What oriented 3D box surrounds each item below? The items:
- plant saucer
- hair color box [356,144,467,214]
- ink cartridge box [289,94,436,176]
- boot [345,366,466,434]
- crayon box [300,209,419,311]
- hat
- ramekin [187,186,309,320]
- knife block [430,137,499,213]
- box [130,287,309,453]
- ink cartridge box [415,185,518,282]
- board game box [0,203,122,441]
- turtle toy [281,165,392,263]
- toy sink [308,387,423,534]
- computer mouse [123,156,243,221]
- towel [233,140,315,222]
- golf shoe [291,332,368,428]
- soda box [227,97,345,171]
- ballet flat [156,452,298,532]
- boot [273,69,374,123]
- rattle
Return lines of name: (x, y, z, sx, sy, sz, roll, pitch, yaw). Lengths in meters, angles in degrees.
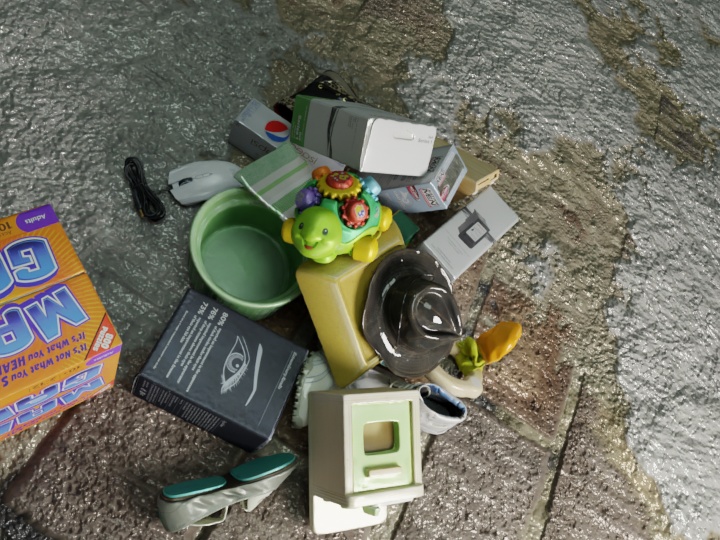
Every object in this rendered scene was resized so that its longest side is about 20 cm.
plant saucer: (0.021, 0.046, 1.009, 0.199, 0.048, 0.201, -31, 111, -33)
hair color box: (0.073, -0.149, 1.165, 0.061, 0.199, 0.099, 53, 52, -31)
ink cartridge box: (0.001, -0.218, 1.091, 0.145, 0.085, 0.200, -3, 23, -39)
boot: (0.070, 0.191, 1.065, 0.199, 0.096, 0.074, 24, 59, -10)
crayon box: (0.000, 0.000, 1.104, 0.052, 0.126, 0.200, 45, 58, 10)
hat: (0.100, 0.065, 0.991, 0.200, 0.081, 0.202, -1, 92, -40)
ramekin: (-0.173, -0.020, 1.055, 0.198, 0.098, 0.202, 10, 63, -20)
knife block: (0.135, -0.203, 1.227, 0.064, 0.200, 0.176, -31, 95, -30)
box: (-0.197, 0.145, 0.964, 0.199, 0.104, 0.149, 30, 57, -9)
ink cartridge box: (0.164, -0.041, 1.186, 0.083, 0.145, 0.200, 48, 57, 4)
board game box: (-0.436, 0.077, 0.833, 0.199, 0.200, 0.201, -26, 78, -31)
turtle toy: (-0.038, -0.077, 0.950, 0.145, 0.102, 0.201, 13, 42, 11)
toy sink: (0.008, 0.269, 0.952, 0.129, 0.112, 0.202, 4, 82, -32)
computer mouse: (-0.273, -0.146, 1.102, 0.199, 0.044, 0.110, -14, 72, -28)
towel: (-0.083, -0.115, 1.077, 0.200, 0.023, 0.153, 42, 40, 2)
golf shoe: (-0.039, 0.155, 1.029, 0.097, 0.078, 0.201, 21, 61, 6)
soda box: (-0.127, -0.207, 1.181, 0.199, 0.068, 0.064, 35, 57, -5)
ballet flat: (-0.177, 0.307, 0.932, 0.199, 0.067, 0.064, -10, 98, -27)
boot: (-0.050, -0.269, 1.241, 0.150, 0.073, 0.200, -35, 80, -33)
rattle: (0.136, 0.115, 1.097, 0.199, 0.143, 0.131, 31, 49, -12)
